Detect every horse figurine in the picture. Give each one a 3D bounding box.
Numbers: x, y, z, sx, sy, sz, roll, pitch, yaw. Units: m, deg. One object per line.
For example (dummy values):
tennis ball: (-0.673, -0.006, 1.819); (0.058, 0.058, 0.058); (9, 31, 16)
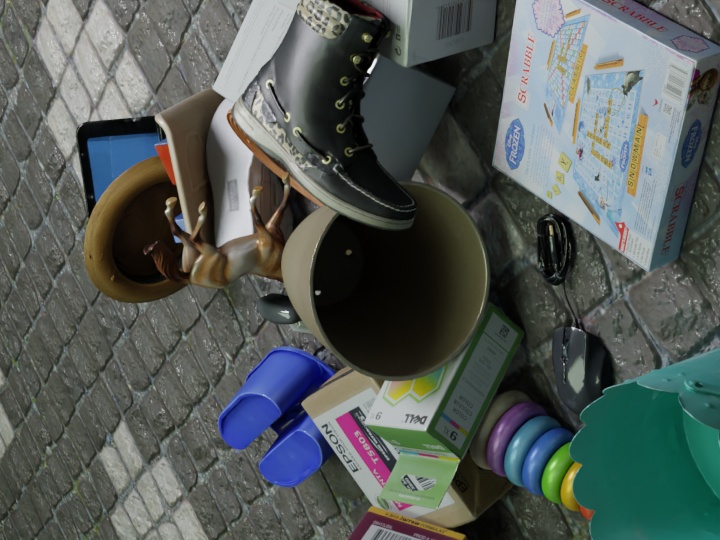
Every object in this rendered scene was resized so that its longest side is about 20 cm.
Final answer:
horse figurine: (-0.138, -0.027, 1.614); (0.050, 0.199, 0.133); (-127, 27, -55)

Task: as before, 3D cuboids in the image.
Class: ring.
ring: (-0.059, -0.110, 1.579); (0.200, 0.019, 0.200); (35, 171, 7)

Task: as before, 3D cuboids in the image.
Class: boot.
boot: (-0.124, -0.098, 1.714); (0.073, 0.096, 0.201); (-3, 82, 26)
boot: (-0.009, -0.145, 1.306); (0.203, 0.073, 0.154); (39, 117, 19)

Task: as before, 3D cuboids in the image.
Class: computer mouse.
computer mouse: (0.190, 0.046, 1.379); (0.059, 0.034, 0.201); (-2, 105, 57)

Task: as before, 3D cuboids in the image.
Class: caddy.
caddy: (-0.081, 0.171, 1.788); (0.141, 0.105, 0.200); (42, 145, -2)

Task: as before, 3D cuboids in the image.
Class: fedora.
fedora: (-0.263, -0.060, 1.823); (0.082, 0.200, 0.201); (41, 139, 46)

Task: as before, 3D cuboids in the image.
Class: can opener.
can opener: (-0.037, 0.052, 1.637); (0.200, 0.066, 0.053); (3, 111, 51)

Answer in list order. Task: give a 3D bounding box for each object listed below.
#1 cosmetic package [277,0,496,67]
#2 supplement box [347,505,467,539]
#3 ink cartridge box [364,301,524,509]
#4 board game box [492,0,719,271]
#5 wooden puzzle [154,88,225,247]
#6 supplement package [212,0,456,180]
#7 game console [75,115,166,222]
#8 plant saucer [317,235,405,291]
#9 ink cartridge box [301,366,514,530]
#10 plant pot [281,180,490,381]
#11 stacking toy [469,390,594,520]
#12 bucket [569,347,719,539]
cosmetic package: (0.022, -0.266, 1.381); (0.200, 0.113, 0.081); (34, 133, 39)
supplement box: (0.064, 0.367, 1.603); (0.131, 0.103, 0.200); (10, 138, 37)
ink cartridge box: (0.071, 0.127, 1.457); (0.059, 0.200, 0.104); (38, 159, -28)
board game box: (0.202, -0.133, 1.252); (0.199, 0.041, 0.200); (40, 138, 37)
wooden puzzle: (-0.184, -0.099, 1.726); (0.046, 0.185, 0.201); (-11, 104, 17)
supplement package: (-0.028, -0.179, 1.462); (0.200, 0.117, 0.117); (36, 104, 41)
game console: (-0.260, -0.088, 1.889); (0.176, 0.116, 0.201); (26, 128, 47)
plant saucer: (0.017, 0.043, 1.630); (0.200, 0.029, 0.201); (34, 135, 42)
ink cartridge box: (0.048, 0.184, 1.595); (0.200, 0.075, 0.165); (54, 146, 0)
plant pot: (0.000, 0.000, 1.471); (0.200, 0.187, 0.188); (15, 120, 66)
stacking toy: (0.199, 0.194, 1.412); (0.200, 0.085, 0.086); (32, 132, 39)
bucket: (0.286, 0.165, 1.210); (0.207, 0.135, 0.208); (34, 134, 43)
